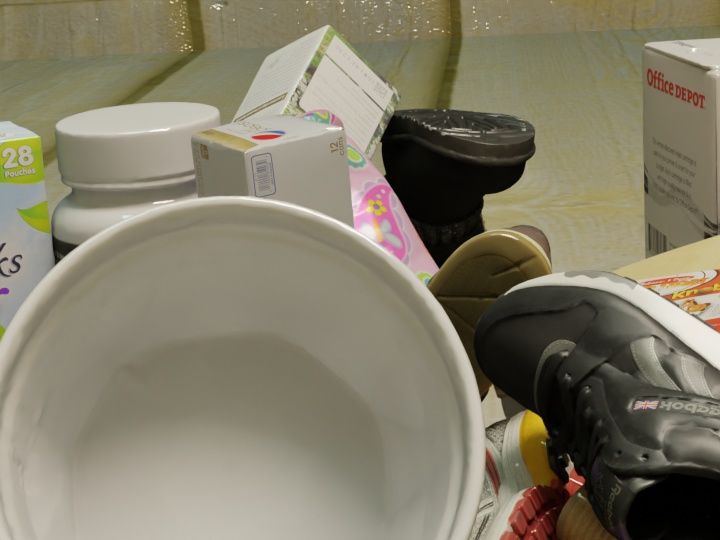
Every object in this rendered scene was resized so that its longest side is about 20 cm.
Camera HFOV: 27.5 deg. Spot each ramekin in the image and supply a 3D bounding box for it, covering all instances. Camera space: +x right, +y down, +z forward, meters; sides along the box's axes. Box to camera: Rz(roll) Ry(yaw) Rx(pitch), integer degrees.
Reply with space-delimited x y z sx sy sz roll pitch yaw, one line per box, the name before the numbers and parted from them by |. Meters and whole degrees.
ramekin | -0.053 0.082 0.612 0.198 0.202 0.105 -6 -22 -8

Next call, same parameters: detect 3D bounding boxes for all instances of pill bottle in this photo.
pill bottle | -0.122 0.009 0.867 0.113 0.202 0.114 -4 16 1

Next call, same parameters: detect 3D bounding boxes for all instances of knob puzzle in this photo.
knob puzzle | 0.187 0.024 0.787 0.218 0.031 0.220 -17 14 4

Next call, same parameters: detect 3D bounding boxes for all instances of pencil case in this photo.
pencil case | 0.000 0.000 0.876 0.087 0.088 0.201 -14 61 -34

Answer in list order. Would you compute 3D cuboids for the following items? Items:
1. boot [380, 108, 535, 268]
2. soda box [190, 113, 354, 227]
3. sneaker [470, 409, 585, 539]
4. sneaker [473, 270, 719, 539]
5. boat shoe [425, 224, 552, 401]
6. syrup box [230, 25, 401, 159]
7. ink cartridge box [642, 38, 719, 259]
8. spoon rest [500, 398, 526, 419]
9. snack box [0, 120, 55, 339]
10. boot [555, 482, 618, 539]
boot | 0.066 -0.031 1.038 0.079 0.159 0.211 -4 9 -13
soda box | -0.042 0.020 0.809 0.063 0.202 0.068 -15 20 -29
sneaker | 0.062 0.132 0.664 0.082 0.078 0.200 -26 12 21
sneaker | 0.111 0.062 0.588 0.199 0.076 0.087 22 40 39
boat shoe | 0.032 0.056 0.748 0.072 0.201 0.066 43 24 8
syrup box | -0.055 -0.062 1.003 0.081 0.079 0.201 -17 40 49
ink cartridge box | 0.250 -0.049 0.988 0.084 0.202 0.146 -5 16 -7
spoon rest | 0.170 0.096 0.790 0.199 0.061 0.099 17 23 18
snack box | -0.258 0.028 0.832 0.168 0.202 0.068 -13 18 -28
boot | 0.192 0.124 0.633 0.200 0.071 0.144 -14 38 -43
